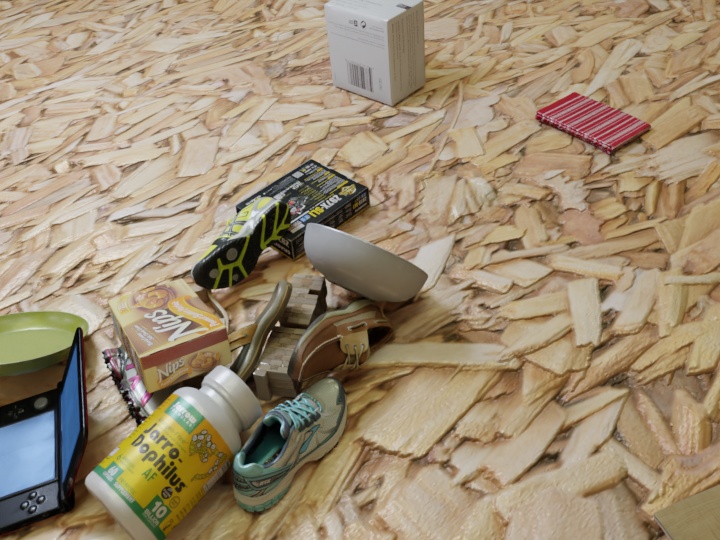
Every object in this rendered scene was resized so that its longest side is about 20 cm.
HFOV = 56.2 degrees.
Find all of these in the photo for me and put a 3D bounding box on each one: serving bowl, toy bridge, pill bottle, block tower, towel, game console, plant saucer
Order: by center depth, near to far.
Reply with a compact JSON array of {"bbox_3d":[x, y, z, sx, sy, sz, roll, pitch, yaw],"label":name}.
[{"bbox_3d":[-0.212,0.213,0.797,0.111,0.114,0.200,26,55,32],"label":"pill bottle"},{"bbox_3d":[-0.414,0.198,0.850,0.168,0.121,0.201,-16,41,-12],"label":"game console"},{"bbox_3d":[-0.096,0.094,0.979,0.056,0.055,0.202,5,43,13],"label":"block tower"},{"bbox_3d":[-0.499,0.108,0.986,0.194,0.032,0.201,0,18,0],"label":"plant saucer"},{"bbox_3d":[0.000,0.000,1.002,0.196,0.199,0.067,20,86,27],"label":"serving bowl"},{"bbox_3d":[-0.231,0.090,1.020,0.065,0.028,0.202,-7,41,-4],"label":"toy bridge"},{"bbox_3d":[0.476,-0.308,1.393,0.143,0.023,0.199,-29,48,-27],"label":"towel"}]

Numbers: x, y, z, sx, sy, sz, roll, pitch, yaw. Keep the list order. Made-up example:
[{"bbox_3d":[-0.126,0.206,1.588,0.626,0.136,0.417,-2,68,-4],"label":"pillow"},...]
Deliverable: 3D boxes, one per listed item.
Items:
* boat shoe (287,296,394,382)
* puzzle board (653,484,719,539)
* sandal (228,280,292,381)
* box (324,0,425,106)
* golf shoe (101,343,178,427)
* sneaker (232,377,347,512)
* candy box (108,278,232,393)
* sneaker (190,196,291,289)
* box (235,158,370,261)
[{"bbox_3d":[-0.019,0.097,0.925,0.073,0.077,0.199,31,35,22],"label":"boat shoe"},{"bbox_3d":[0.440,0.291,0.716,0.195,0.018,0.152,-16,41,-12],"label":"puzzle board"},{"bbox_3d":[-0.161,0.095,0.933,0.053,0.080,0.203,33,74,-15],"label":"sandal"},{"bbox_3d":[0.036,-0.517,1.547,0.197,0.204,0.130,27,50,33],"label":"box"},{"bbox_3d":[-0.283,0.154,0.919,0.091,0.074,0.200,-24,44,-23],"label":"golf shoe"},{"bbox_3d":[-0.081,0.198,0.832,0.076,0.088,0.200,20,47,26],"label":"sneaker"},{"bbox_3d":[-0.263,0.081,0.918,0.113,0.057,0.199,-19,28,-25],"label":"candy box"},{"bbox_3d":[-0.201,-0.045,1.106,0.075,0.077,0.200,23,55,40],"label":"sneaker"},{"bbox_3d":[-0.104,-0.116,1.225,0.158,0.050,0.199,30,52,31],"label":"box"}]
